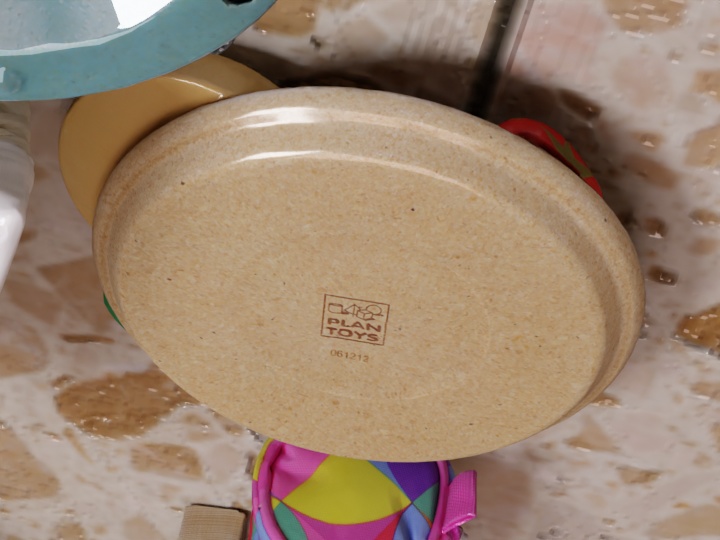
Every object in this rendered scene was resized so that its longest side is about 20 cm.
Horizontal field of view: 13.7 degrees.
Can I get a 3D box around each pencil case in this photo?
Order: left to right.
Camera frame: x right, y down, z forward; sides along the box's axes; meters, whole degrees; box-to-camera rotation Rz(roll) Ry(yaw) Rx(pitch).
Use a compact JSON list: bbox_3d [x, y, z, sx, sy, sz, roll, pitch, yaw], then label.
[{"bbox_3d":[-0.006,0.139,1.183,0.088,0.089,0.200,10,143,1],"label":"pencil case"}]

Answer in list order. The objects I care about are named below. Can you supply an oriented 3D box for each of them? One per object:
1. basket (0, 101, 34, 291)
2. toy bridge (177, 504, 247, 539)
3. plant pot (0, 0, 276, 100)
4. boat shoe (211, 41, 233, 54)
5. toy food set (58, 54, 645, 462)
[{"bbox_3d":[-0.193,-0.011,0.983,0.135,0.124,0.200,19,130,-14],"label":"basket"},{"bbox_3d":[-0.067,0.183,1.262,0.027,0.067,0.200,8,141,3],"label":"toy bridge"},{"bbox_3d":[-0.078,-0.148,0.666,0.199,0.189,0.200,-2,144,-1],"label":"plant pot"},{"bbox_3d":[-0.124,-0.115,0.905,0.199,0.072,0.068,16,137,-9],"label":"boat shoe"},{"bbox_3d":[0.000,0.000,1.036,0.199,0.049,0.198,-1,140,14],"label":"toy food set"}]
